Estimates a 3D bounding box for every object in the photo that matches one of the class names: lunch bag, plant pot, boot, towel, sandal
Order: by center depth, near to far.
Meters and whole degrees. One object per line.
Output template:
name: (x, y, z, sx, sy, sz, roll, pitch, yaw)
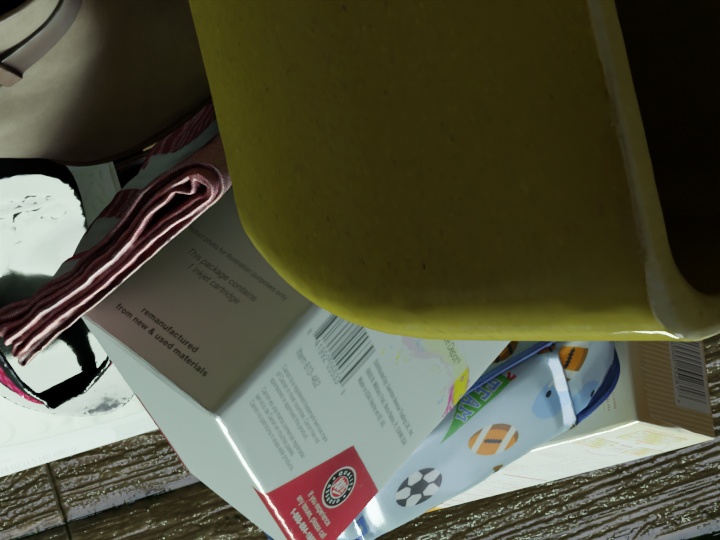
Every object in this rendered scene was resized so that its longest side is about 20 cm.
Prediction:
plant pot: (0.056, -0.084, 0.688, 0.195, 0.196, 0.199, -15, -177, -40)
boot: (-0.114, -0.085, 0.871, 0.199, 0.071, 0.146, -29, 168, -11)
towel: (-0.057, -0.055, 0.958, 0.144, 0.023, 0.200, -37, -168, 40)
sandal: (-0.135, 0.022, 1.046, 0.075, 0.045, 0.200, -18, 151, -5)
lunch bag: (0.015, 0.029, 1.129, 0.199, 0.161, 0.076, -29, 140, -10)

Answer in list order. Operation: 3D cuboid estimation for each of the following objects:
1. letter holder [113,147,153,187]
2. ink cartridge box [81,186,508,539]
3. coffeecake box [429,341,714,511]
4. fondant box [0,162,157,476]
letter holder: (-0.092, -0.054, 1.286, 0.141, 0.101, 0.200, -20, 177, 18)
ink cartridge box: (0.000, 0.000, 1.009, 0.200, 0.083, 0.146, -47, 148, -14)
coffeecake box: (0.069, 0.028, 1.233, 0.199, 0.155, 0.073, -18, 159, 37)
fondant box: (-0.168, 0.027, 1.145, 0.143, 0.059, 0.200, -17, 151, -6)
